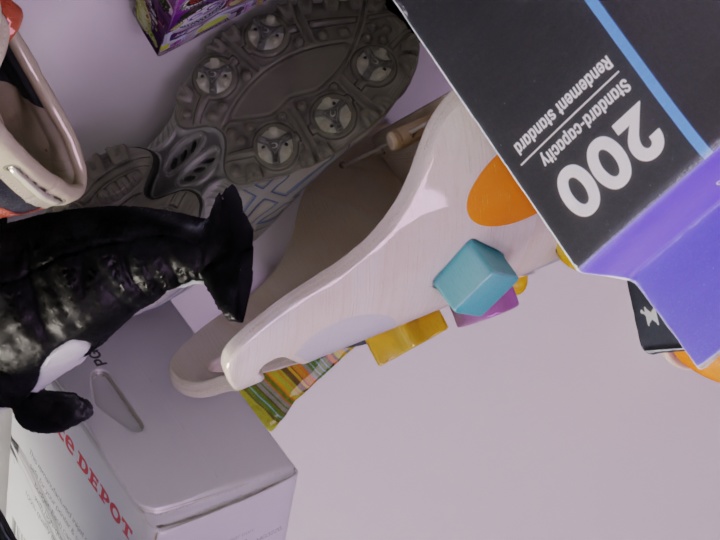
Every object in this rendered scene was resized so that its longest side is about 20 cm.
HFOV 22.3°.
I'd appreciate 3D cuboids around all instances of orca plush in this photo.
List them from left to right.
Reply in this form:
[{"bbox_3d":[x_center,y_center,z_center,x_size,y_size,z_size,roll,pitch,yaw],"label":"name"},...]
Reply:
[{"bbox_3d":[-0.140,0.023,0.770,0.071,0.199,0.106,-18,103,-62],"label":"orca plush"}]

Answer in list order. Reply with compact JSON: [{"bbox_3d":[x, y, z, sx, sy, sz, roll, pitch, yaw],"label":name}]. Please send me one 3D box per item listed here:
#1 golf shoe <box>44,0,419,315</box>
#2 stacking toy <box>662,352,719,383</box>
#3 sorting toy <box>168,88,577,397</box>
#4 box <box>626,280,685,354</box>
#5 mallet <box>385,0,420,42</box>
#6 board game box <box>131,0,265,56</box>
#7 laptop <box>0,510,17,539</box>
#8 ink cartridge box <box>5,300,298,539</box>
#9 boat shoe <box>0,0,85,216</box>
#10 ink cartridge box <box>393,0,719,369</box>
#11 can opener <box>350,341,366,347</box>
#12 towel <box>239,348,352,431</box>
[{"bbox_3d":[-0.058,-0.051,0.854,0.199,0.079,0.097,-36,164,-3],"label":"golf shoe"},{"bbox_3d":[0.294,0.058,1.150,0.145,0.200,0.147,-23,141,-21],"label":"stacking toy"},{"bbox_3d":[0.000,0.000,0.816,0.179,0.107,0.200,-31,-176,-19],"label":"sorting toy"},{"bbox_3d":[0.207,-0.083,0.764,0.197,0.123,0.202,-13,91,-26],"label":"box"},{"bbox_3d":[0.050,-0.152,0.782,0.066,0.041,0.200,-29,173,-11],"label":"mallet"},{"bbox_3d":[0.001,-0.159,0.761,0.199,0.032,0.120,-30,174,-14],"label":"board game box"},{"bbox_3d":[-0.155,0.187,0.864,0.199,0.117,0.187,22,138,-36],"label":"laptop"},{"bbox_3d":[-0.110,0.131,0.909,0.083,0.145,0.201,-17,138,-30],"label":"ink cartridge box"},{"bbox_3d":[-0.155,-0.090,0.685,0.062,0.072,0.201,3,144,10],"label":"boat shoe"},{"bbox_3d":[0.126,-0.094,0.657,0.198,0.201,0.043,-44,164,33],"label":"ink cartridge box"},{"bbox_3d":[0.045,-0.017,0.947,0.199,0.067,0.053,-31,154,-20],"label":"can opener"},{"bbox_3d":[0.002,0.002,0.986,0.200,0.018,0.086,-43,144,1],"label":"towel"}]
